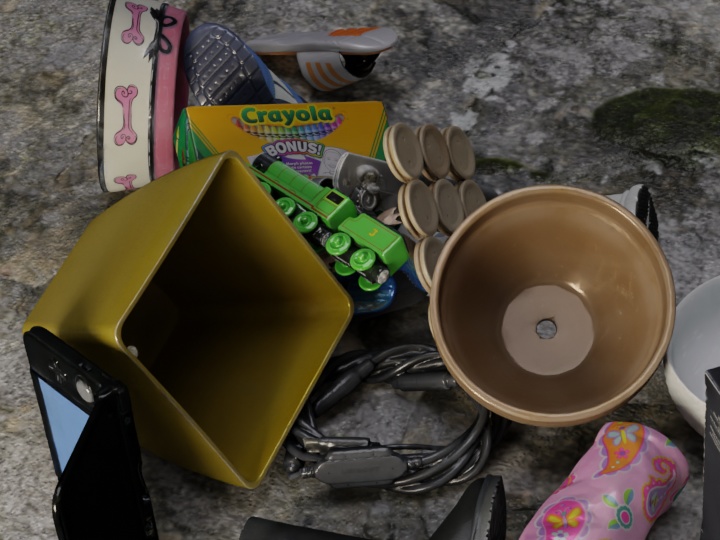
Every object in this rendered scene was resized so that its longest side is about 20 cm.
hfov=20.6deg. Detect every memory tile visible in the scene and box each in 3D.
[{"bbox_3d":[0.078,-0.029,1.703,0.017,0.201,0.153,-17,-5,29],"label":"memory tile"}]

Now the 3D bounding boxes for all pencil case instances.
[{"bbox_3d":[0.175,0.204,1.515,0.087,0.088,0.200,19,46,27],"label":"pencil case"}]

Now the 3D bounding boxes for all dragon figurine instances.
[{"bbox_3d":[0.000,0.000,1.735,0.199,0.100,0.059,-12,52,5],"label":"dragon figurine"}]

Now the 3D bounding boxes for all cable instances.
[{"bbox_3d":[0.030,0.122,1.665,0.198,0.051,0.164,-7,34,2],"label":"cable"}]

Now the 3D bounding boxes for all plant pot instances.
[{"bbox_3d":[-0.158,0.043,1.650,0.176,0.200,0.201,-3,47,43],"label":"plant pot"},{"bbox_3d":[0.157,0.038,1.637,0.199,0.093,0.202,-1,72,3],"label":"plant pot"}]

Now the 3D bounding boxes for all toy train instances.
[{"bbox_3d":[-0.038,-0.047,1.691,0.056,0.042,0.200,-44,53,-17],"label":"toy train"}]

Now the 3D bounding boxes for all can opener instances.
[{"bbox_3d":[0.038,-0.065,1.788,0.199,0.054,0.067,11,-7,-44],"label":"can opener"}]

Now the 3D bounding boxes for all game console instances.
[{"bbox_3d":[-0.224,0.175,1.506,0.116,0.201,0.175,-33,47,-30],"label":"game console"}]

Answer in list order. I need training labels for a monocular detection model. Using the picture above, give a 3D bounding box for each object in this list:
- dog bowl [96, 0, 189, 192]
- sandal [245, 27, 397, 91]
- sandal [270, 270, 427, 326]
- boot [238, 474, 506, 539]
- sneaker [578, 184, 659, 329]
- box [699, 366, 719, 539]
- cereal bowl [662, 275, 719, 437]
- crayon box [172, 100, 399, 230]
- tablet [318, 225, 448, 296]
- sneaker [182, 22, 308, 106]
[{"bbox_3d":[-0.210,-0.174,1.935,0.073,0.201,0.201,5,40,0],"label":"dog bowl"},{"bbox_3d":[-0.037,-0.220,2.080,0.079,0.060,0.206,-20,17,-41],"label":"sandal"},{"bbox_3d":[-0.034,0.025,1.777,0.199,0.043,0.076,-25,46,-15],"label":"sandal"},{"bbox_3d":[0.006,0.218,1.539,0.199,0.066,0.165,1,38,16],"label":"boot"},{"bbox_3d":[0.214,0.002,1.774,0.079,0.074,0.200,-8,33,24],"label":"sneaker"},{"bbox_3d":[0.365,0.146,1.477,0.199,0.183,0.104,-16,40,-11],"label":"box"},{"bbox_3d":[0.348,0.089,1.626,0.199,0.084,0.201,-4,40,4],"label":"cereal bowl"},{"bbox_3d":[-0.064,-0.090,1.829,0.199,0.058,0.119,-4,62,-21],"label":"crayon box"},{"bbox_3d":[0.067,-0.022,1.854,0.199,0.014,0.130,11,42,19],"label":"tablet"},{"bbox_3d":[-0.098,-0.159,1.930,0.074,0.200,0.082,-39,12,12],"label":"sneaker"}]
